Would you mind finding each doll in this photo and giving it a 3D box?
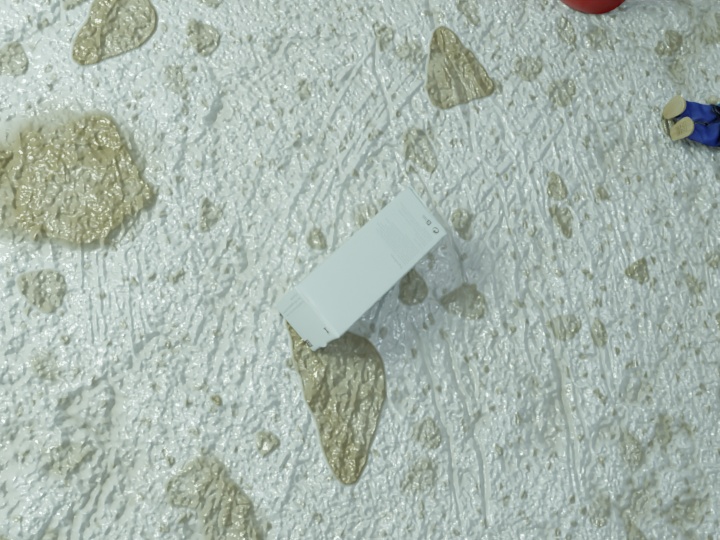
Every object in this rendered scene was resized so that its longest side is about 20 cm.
[{"bbox_3d":[0.580,-0.227,1.221,0.196,0.048,0.139,2,66,-25],"label":"doll"}]

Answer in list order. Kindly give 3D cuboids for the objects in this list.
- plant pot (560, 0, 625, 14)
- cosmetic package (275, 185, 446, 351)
[{"bbox_3d":[0.388,-0.529,1.163,0.196,0.182,0.205,5,75,-20],"label":"plant pot"},{"bbox_3d":[0.000,0.000,0.928,0.199,0.113,0.082,-41,91,-25],"label":"cosmetic package"}]
